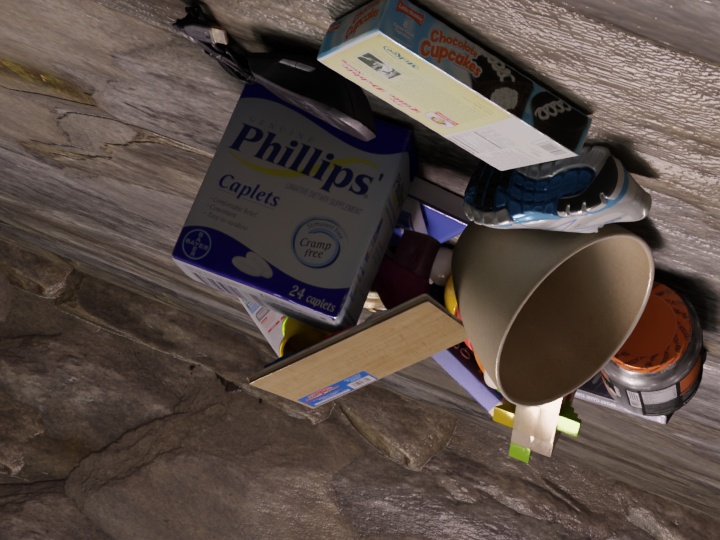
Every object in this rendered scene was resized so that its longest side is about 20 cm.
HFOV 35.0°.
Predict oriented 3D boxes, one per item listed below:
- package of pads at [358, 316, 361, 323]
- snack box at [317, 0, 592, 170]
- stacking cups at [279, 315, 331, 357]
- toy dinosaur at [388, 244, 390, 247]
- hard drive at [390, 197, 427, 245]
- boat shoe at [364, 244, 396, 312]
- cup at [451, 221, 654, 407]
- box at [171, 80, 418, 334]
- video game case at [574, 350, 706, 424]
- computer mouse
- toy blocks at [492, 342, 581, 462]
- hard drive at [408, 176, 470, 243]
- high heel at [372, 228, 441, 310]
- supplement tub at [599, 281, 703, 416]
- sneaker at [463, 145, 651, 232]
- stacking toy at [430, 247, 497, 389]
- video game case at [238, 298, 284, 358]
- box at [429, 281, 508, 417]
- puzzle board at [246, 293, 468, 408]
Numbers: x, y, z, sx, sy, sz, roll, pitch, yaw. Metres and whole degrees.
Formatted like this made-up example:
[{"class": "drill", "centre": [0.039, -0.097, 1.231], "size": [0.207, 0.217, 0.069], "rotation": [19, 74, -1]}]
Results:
[{"class": "package of pads", "centre": [-0.080, -0.021, 1.425], "size": [0.199, 0.156, 0.068], "rotation": [29, -142, 29]}, {"class": "snack box", "centre": [0.074, -0.145, 0.914], "size": [0.198, 0.038, 0.116], "rotation": [27, 167, -23]}, {"class": "stacking cups", "centre": [-0.052, 0.029, 1.252], "size": [0.060, 0.061, 0.201], "rotation": [25, -150, -14]}, {"class": "toy dinosaur", "centre": [-0.003, 0.018, 1.490], "size": [0.085, 0.201, 0.135], "rotation": [35, 179, -20]}, {"class": "hard drive", "centre": [-0.026, -0.080, 1.269], "size": [0.198, 0.026, 0.132], "rotation": [22, 168, 14]}, {"class": "boat shoe", "centre": [0.038, 0.020, 1.332], "size": [0.073, 0.067, 0.200], "rotation": [17, -162, 19]}, {"class": "cup", "centre": [0.171, 0.012, 1.140], "size": [0.143, 0.201, 0.200], "rotation": [44, -175, 40]}, {"class": "box", "centre": [-0.061, -0.062, 1.138], "size": [0.182, 0.202, 0.105], "rotation": [19, 169, 12]}, {"class": "video game case", "centre": [0.320, 0.121, 1.454], "size": [0.198, 0.143, 0.019], "rotation": [16, 129, 31]}, {"class": "computer mouse", "centre": [-0.072, -0.185, 1.008], "size": [0.199, 0.046, 0.140], "rotation": [29, 178, 33]}, {"class": "toy blocks", "centre": [0.226, 0.109, 1.311], "size": [0.099, 0.137, 0.202], "rotation": [19, 136, 17]}, {"class": "hard drive", "centre": [0.050, -0.071, 1.333], "size": [0.130, 0.026, 0.200], "rotation": [25, 169, -8]}, {"class": "high heel", "centre": [0.000, 0.000, 1.225], "size": [0.067, 0.097, 0.199], "rotation": [30, 167, -33]}, {"class": "supplement tub", "centre": [0.324, 0.087, 1.287], "size": [0.121, 0.124, 0.200], "rotation": [17, 167, 22]}, {"class": "sneaker", "centre": [0.175, -0.061, 1.031], "size": [0.086, 0.076, 0.199], "rotation": [23, 171, -35]}, {"class": "stacking toy", "centre": [0.153, 0.035, 1.428], "size": [0.200, 0.146, 0.146], "rotation": [44, 180, 28]}, {"class": "video game case", "centre": [-0.108, 0.005, 1.402], "size": [0.201, 0.018, 0.143], "rotation": [54, 135, 7]}, {"class": "box", "centre": [0.126, 0.083, 1.467], "size": [0.200, 0.121, 0.032], "rotation": [43, 125, -1]}, {"class": "puzzle board", "centre": [0.003, 0.082, 1.146], "size": [0.198, 0.018, 0.150], "rotation": [-25, 156, 15]}]
